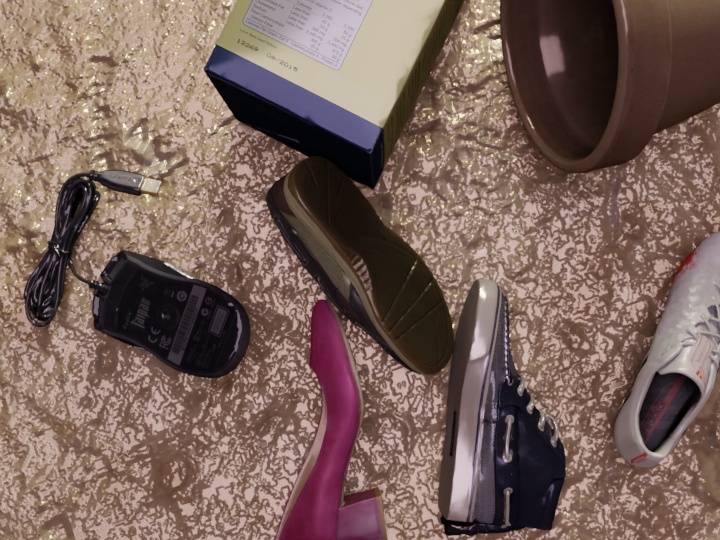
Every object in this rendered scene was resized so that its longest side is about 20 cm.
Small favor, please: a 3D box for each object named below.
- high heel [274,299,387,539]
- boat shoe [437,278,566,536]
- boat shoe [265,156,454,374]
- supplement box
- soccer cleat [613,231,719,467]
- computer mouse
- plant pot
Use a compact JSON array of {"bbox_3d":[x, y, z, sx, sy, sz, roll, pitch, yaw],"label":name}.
[{"bbox_3d":[-0.041,0.129,1.022,0.094,0.067,0.203,-11,95,-2],"label":"high heel"},{"bbox_3d":[0.118,0.112,1.021,0.091,0.075,0.203,7,93,-6],"label":"boat shoe"},{"bbox_3d":[-0.001,0.000,1.028,0.202,0.066,0.072,52,55,-14],"label":"boat shoe"},{"bbox_3d":[-0.005,-0.192,0.972,0.133,0.200,0.202,26,88,2],"label":"supplement box"},{"bbox_3d":[0.259,0.062,1.008,0.068,0.085,0.202,28,87,3],"label":"soccer cleat"},{"bbox_3d":[-0.167,-0.001,1.042,0.197,0.046,0.143,16,91,14],"label":"computer mouse"},{"bbox_3d":[0.224,-0.190,0.989,0.172,0.200,0.203,-13,86,-17],"label":"plant pot"}]
